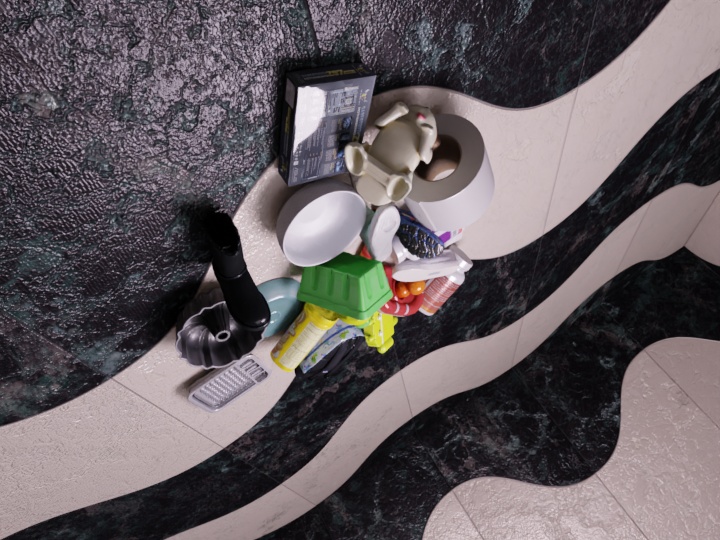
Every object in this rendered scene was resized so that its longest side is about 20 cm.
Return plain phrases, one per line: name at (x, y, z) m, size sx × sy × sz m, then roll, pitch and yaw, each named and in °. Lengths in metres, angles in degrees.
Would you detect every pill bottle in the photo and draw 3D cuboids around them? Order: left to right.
pill bottle at (0.156, -0.102, 1.339) m, size 0.198 × 0.113 × 0.113 m, roll -31°, pitch 149°, yaw -9°
pill bottle at (0.235, 0.026, 1.595) m, size 0.201 × 0.113 × 0.111 m, roll -49°, pitch 147°, yaw 21°

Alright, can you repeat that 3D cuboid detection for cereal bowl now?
cereal bowl at (-0.089, -0.108, 1.105) m, size 0.197 × 0.084 × 0.202 m, roll -26°, pitch 147°, yaw -18°

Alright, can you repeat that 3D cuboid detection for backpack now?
backpack at (-0.080, 0.204, 1.499) m, size 0.161 × 0.157 × 0.199 m, roll 2°, pitch 154°, yaw -43°

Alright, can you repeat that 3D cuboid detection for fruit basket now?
fruit basket at (-0.031, 0.065, 1.250) m, size 0.155 × 0.215 × 0.218 m, roll -35°, pitch 158°, yaw -47°

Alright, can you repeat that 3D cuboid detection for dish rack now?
dish rack at (-0.344, 0.286, 1.412) m, size 0.198 × 0.044 × 0.172 m, roll -34°, pitch 150°, yaw -6°

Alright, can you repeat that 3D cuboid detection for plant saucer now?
plant saucer at (-0.217, 0.102, 1.303) m, size 0.197 × 0.036 × 0.202 m, roll -27°, pitch 148°, yaw -18°

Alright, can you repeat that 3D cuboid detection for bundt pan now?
bundt pan at (-0.307, 0.117, 1.169) m, size 0.198 × 0.076 × 0.205 m, roll -18°, pitch 136°, yaw -18°

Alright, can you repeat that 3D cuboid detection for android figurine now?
android figurine at (0.059, 0.140, 1.534) m, size 0.199 × 0.040 × 0.186 m, roll -27°, pitch 116°, yaw -64°

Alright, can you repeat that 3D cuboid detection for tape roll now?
tape roll at (0.174, -0.203, 1.134) m, size 0.202 × 0.204 × 0.139 m, roll -39°, pitch 150°, yaw 5°

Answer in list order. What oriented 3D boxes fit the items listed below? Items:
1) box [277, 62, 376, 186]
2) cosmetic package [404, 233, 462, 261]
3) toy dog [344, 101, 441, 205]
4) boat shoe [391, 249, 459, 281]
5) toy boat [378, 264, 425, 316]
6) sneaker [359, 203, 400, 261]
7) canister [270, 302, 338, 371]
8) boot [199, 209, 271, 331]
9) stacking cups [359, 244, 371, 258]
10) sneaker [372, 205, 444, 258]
box at (-0.063, -0.258, 0.960) m, size 0.155 × 0.051 × 0.202 m, roll -19°, pitch 145°, yaw -28°
cosmetic package at (0.184, -0.085, 1.451) m, size 0.197 × 0.051 × 0.083 m, roll -27°, pitch 146°, yaw -16°
toy dog at (0.079, -0.226, 1.024) m, size 0.201 × 0.138 × 0.195 m, roll -54°, pitch 165°, yaw -23°
boat shoe at (0.165, -0.021, 1.402) m, size 0.196 × 0.070 × 0.072 m, roll -10°, pitch 155°, yaw -19°
toy boat at (0.119, 0.049, 1.461) m, size 0.129 × 0.133 × 0.198 m, roll -16°, pitch 163°, yaw 33°
sneaker at (0.023, -0.109, 1.176) m, size 0.073 × 0.119 × 0.201 m, roll -27°, pitch 158°, yaw -17°
canister at (-0.133, 0.148, 1.368) m, size 0.201 × 0.086 × 0.149 m, roll -51°, pitch 179°, yaw 25°
boot at (-0.231, -0.002, 0.998) m, size 0.072 × 0.200 × 0.164 m, roll -25°, pitch 155°, yaw -22°
stacking cups at (0.000, 0.000, 1.377) m, size 0.060 × 0.061 × 0.202 m, roll -12°, pitch 137°, yaw -36°
sneaker at (0.116, -0.099, 1.233) m, size 0.078 × 0.199 × 0.076 m, roll -32°, pitch 146°, yaw -36°
